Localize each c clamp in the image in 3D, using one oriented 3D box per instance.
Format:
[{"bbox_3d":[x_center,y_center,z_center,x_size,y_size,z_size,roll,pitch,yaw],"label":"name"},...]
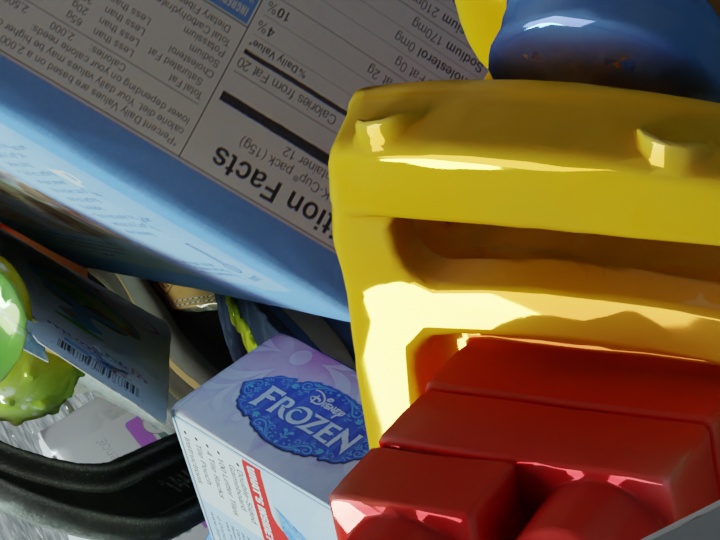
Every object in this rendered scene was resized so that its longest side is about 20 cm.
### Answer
[{"bbox_3d":[-0.108,0.036,0.883,0.171,0.027,0.200,26,-168,7],"label":"c clamp"}]

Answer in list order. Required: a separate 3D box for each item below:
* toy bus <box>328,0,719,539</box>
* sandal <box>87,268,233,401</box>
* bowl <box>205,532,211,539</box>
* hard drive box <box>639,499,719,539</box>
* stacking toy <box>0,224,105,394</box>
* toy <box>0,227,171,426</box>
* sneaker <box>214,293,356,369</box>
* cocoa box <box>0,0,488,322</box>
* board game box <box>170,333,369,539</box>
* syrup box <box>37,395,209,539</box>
[{"bbox_3d":[0.053,-0.003,0.500,0.135,0.192,0.200,7,120,32],"label":"toy bus"},{"bbox_3d":[-0.035,0.008,0.933,0.055,0.082,0.200,-56,49,18],"label":"sandal"},{"bbox_3d":[0.039,0.134,0.842,0.200,0.039,0.201,37,156,20],"label":"bowl"},{"bbox_3d":[0.136,0.080,0.427,0.077,0.200,0.156,40,147,47],"label":"hard drive box"},{"bbox_3d":[-0.133,-0.063,1.030,0.146,0.146,0.201,31,123,55],"label":"stacking toy"},{"bbox_3d":[-0.111,0.011,0.788,0.115,0.047,0.200,32,180,-7],"label":"toy"},{"bbox_3d":[0.000,0.000,0.830,0.200,0.082,0.074,-119,15,-53],"label":"sneaker"},{"bbox_3d":[-0.061,-0.077,0.742,0.133,0.131,0.200,30,171,-25],"label":"cocoa box"},{"bbox_3d":[0.051,0.134,0.696,0.199,0.041,0.200,28,143,44],"label":"board game box"},{"bbox_3d":[-0.045,0.124,1.012,0.079,0.081,0.200,47,157,38],"label":"syrup box"}]
